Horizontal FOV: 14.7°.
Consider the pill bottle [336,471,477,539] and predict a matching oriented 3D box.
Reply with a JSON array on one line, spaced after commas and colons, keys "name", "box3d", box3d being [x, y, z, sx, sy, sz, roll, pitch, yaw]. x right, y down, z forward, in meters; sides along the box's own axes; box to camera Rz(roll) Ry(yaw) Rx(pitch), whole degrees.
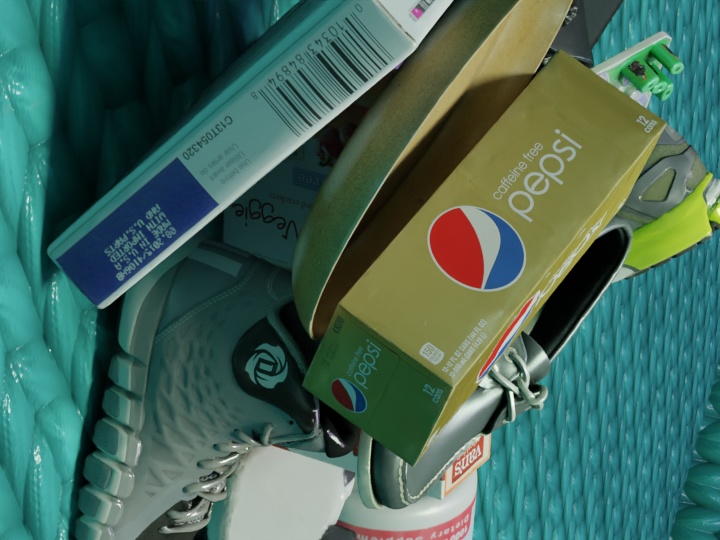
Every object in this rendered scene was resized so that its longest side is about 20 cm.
[{"name": "pill bottle", "box3d": [0.010, 0.195, 1.673, 0.109, 0.108, 0.201, -55, 153, -57]}]

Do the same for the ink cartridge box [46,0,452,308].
[{"name": "ink cartridge box", "box3d": [-0.025, -0.087, 1.203, 0.196, 0.043, 0.200, -39, -174, 30]}]

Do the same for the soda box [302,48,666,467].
[{"name": "soda box", "box3d": [0.058, -0.009, 1.255, 0.200, 0.064, 0.068, -50, 170, -37]}]

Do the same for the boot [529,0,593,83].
[{"name": "boot", "box3d": [0.039, -0.184, 1.316, 0.199, 0.076, 0.169, 21, 63, -41]}]

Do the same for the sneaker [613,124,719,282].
[{"name": "sneaker", "box3d": [0.121, -0.024, 1.652, 0.081, 0.199, 0.074, 59, 16, -7]}]

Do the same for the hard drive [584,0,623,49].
[{"name": "hard drive", "box3d": [0.066, -0.206, 1.417, 0.200, 0.033, 0.140, 48, 54, -19]}]

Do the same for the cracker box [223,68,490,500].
[{"name": "cracker box", "box3d": [0.000, 0.000, 1.386, 0.058, 0.133, 0.201, -36, 135, -52]}]

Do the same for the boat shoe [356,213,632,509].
[{"name": "boat shoe", "box3d": [0.063, 0.036, 1.310, 0.200, 0.061, 0.073, -55, 148, -34]}]

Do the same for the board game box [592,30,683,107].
[{"name": "board game box", "box3d": [0.101, -0.038, 1.712, 0.199, 0.026, 0.201, -29, 155, -27]}]

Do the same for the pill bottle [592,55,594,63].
[{"name": "pill bottle", "box3d": [0.083, -0.137, 1.681, 0.200, 0.108, 0.110, 68, 36, -66]}]

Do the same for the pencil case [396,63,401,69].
[{"name": "pencil case", "box3d": [0.017, -0.132, 1.499, 0.086, 0.083, 0.201, -114, -159, -50]}]

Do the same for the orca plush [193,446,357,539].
[{"name": "orca plush", "box3d": [-0.054, 0.106, 1.500, 0.105, 0.071, 0.201, 35, 45, -26]}]

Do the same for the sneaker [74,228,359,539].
[{"name": "sneaker", "box3d": [-0.061, 0.085, 1.272, 0.075, 0.115, 0.201, -42, 145, -61]}]

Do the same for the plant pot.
[{"name": "plant pot", "box3d": [0.028, -0.059, 1.203, 0.200, 0.027, 0.200, -53, 172, -10]}]
